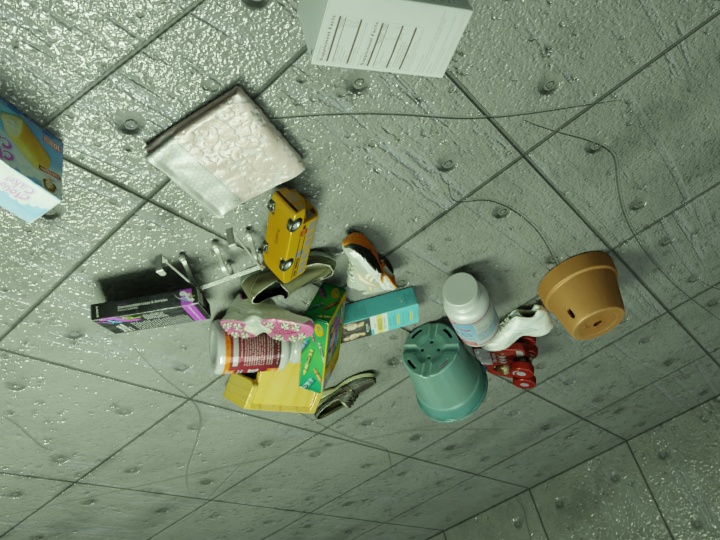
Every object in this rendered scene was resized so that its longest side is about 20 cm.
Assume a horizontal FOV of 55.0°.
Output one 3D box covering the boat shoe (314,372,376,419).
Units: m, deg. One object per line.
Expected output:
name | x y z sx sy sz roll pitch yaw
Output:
boat shoe | -0.041 0.338 1.847 0.197 0.066 0.073 -28 142 13

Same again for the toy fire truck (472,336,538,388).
toy fire truck | 0.398 0.243 1.897 0.164 0.115 0.201 2 151 19

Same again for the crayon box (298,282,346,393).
crayon box | -0.081 0.145 1.471 0.057 0.119 0.204 14 126 10

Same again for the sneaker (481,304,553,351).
sneaker | 0.393 0.142 1.786 0.197 0.071 0.081 -24 122 14

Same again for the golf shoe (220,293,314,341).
golf shoe | -0.181 0.087 1.379 0.195 0.093 0.076 4 142 14

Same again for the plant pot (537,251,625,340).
plant pot | 0.551 0.073 1.685 0.195 0.142 0.202 -12 145 -9

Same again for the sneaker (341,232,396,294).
sneaker | 0.000 0.000 1.404 0.090 0.077 0.200 -23 144 16

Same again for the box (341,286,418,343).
box | 0.034 0.103 1.576 0.195 0.050 0.083 -15 145 -4

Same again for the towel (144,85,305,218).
towel | -0.211 -0.178 1.103 0.188 0.033 0.200 -28 145 13

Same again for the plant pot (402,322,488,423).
plant pot | 0.201 0.246 1.733 0.197 0.203 0.197 -24 138 9

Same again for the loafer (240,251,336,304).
loafer | -0.139 0.022 1.371 0.195 0.071 0.076 -17 146 -1

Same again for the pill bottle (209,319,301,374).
pill bottle | -0.219 0.160 1.485 0.195 0.115 0.114 0 142 -23

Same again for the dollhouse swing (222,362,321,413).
dollhouse swing | -0.200 0.242 1.675 0.196 0.181 0.180 11 178 -35

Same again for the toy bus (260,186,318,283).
toy bus | -0.127 -0.065 1.246 0.078 0.065 0.202 -32 155 -34

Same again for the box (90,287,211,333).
box | -0.393 0.078 1.315 0.195 0.037 0.143 -10 166 -6

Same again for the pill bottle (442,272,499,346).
pill bottle | 0.253 0.089 1.602 0.107 0.111 0.201 -24 144 9

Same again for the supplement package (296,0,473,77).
supplement package | 0.028 -0.342 0.913 0.195 0.116 0.110 -1 144 -23

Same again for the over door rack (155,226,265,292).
over door rack | -0.264 -0.027 1.238 0.145 0.068 0.200 -20 166 4

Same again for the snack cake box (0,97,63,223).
snack cake box | -0.494 -0.169 0.917 0.066 0.117 0.200 -27 144 14
